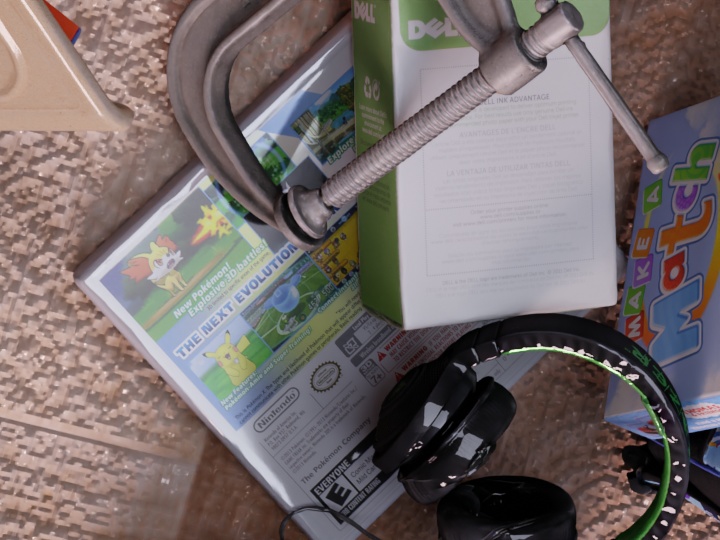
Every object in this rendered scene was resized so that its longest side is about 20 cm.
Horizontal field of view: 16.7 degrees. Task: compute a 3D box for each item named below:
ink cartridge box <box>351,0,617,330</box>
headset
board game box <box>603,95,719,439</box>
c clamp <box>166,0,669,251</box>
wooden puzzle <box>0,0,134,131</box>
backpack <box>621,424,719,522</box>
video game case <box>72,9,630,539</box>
[{"bbox_3d":[0.054,-0.080,1.079,0.103,0.059,0.201,-6,102,-18],"label":"ink cartridge box"},{"bbox_3d":[0.047,0.100,1.072,0.199,0.094,0.124,-25,103,19],"label":"headset"},{"bbox_3d":[0.189,-0.014,1.063,0.036,0.200,0.152,20,70,-27],"label":"board game box"},{"bbox_3d":[0.007,-0.075,1.022,0.027,0.200,0.171,-25,87,-56],"label":"c clamp"},{"bbox_3d":[-0.198,-0.124,0.932,0.200,0.185,0.046,54,50,-44],"label":"wooden puzzle"},{"bbox_3d":[0.242,0.090,1.119,0.182,0.200,0.135,30,88,-19],"label":"backpack"},{"bbox_3d":[0.000,0.000,1.120,0.200,0.022,0.182,-43,109,-7],"label":"video game case"}]
